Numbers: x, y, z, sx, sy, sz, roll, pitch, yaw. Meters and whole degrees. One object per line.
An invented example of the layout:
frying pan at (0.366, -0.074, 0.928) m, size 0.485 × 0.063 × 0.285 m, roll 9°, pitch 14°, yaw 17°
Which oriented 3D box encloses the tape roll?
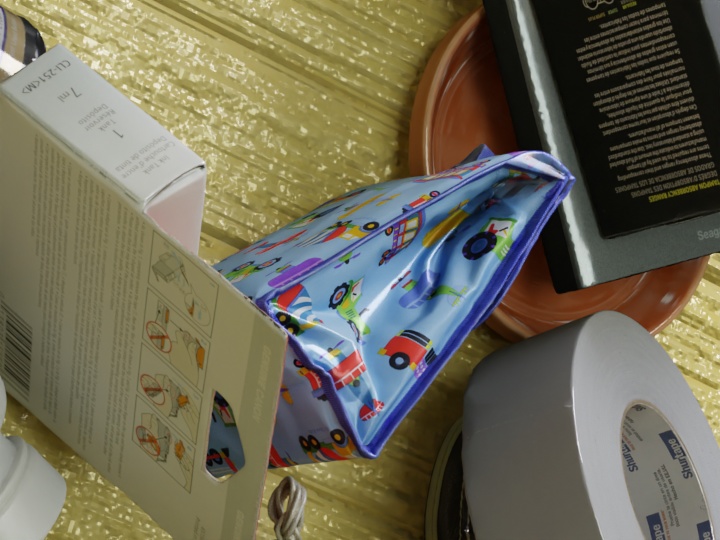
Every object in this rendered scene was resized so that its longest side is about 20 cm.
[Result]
tape roll at (0.127, 0.124, 1.398) m, size 0.200 × 0.066 × 0.201 m, roll 44°, pitch 34°, yaw -41°

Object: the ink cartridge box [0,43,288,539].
ink cartridge box at (-0.089, 0.026, 1.203) m, size 0.173 × 0.200 × 0.044 m, roll 39°, pitch 55°, yaw 21°

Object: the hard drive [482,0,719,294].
hard drive at (0.137, -0.098, 1.479) m, size 0.139 × 0.033 × 0.201 m, roll -14°, pitch 90°, yaw -35°

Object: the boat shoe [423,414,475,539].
boat shoe at (0.075, 0.169, 1.411) m, size 0.073 × 0.065 × 0.201 m, roll 6°, pitch 79°, yaw -33°

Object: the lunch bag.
lunch bag at (0.000, 0.000, 1.335) m, size 0.200 × 0.150 × 0.094 m, roll -44°, pitch 107°, yaw -31°

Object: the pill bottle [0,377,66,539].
pill bottle at (-0.223, 0.054, 1.198) m, size 0.200 × 0.111 × 0.111 m, roll 46°, pitch 60°, yaw -20°

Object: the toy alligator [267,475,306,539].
toy alligator at (-0.030, 0.199, 1.303) m, size 0.054 × 0.059 × 0.201 m, roll 20°, pitch 71°, yaw -30°

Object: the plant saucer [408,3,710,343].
plant saucer at (0.107, -0.052, 1.490) m, size 0.200 × 0.032 × 0.201 m, roll 7°, pitch 77°, yaw -33°

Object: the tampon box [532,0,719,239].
tampon box at (0.187, -0.136, 1.422) m, size 0.149 × 0.126 × 0.201 m, roll -19°, pitch 93°, yaw -34°

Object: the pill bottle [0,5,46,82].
pill bottle at (-0.245, -0.103, 1.209) m, size 0.200 × 0.112 × 0.112 m, roll 30°, pitch 67°, yaw -27°
